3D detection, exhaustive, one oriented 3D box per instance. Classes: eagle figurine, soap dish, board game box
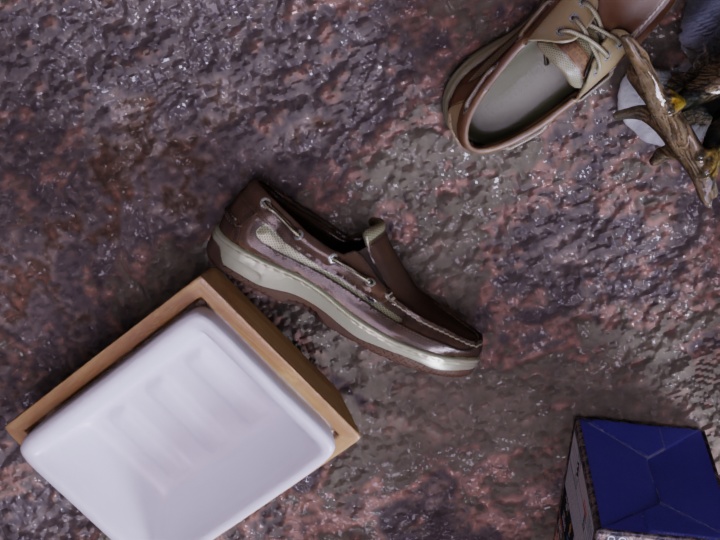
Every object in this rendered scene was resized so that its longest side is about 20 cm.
[{"bbox_3d":[0.269,-0.133,1.372,0.200,0.151,0.152,-38,156,-15],"label":"eagle figurine"},{"bbox_3d":[-0.120,0.101,1.467,0.200,0.081,0.157,-36,109,27],"label":"soap dish"},{"bbox_3d":[0.187,0.230,1.496,0.096,0.160,0.201,6,115,-3],"label":"board game box"}]

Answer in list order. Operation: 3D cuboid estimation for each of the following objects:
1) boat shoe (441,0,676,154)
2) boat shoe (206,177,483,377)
[{"bbox_3d":[0.136,-0.143,1.378,0.076,0.074,0.200,41,108,-16],"label":"boat shoe"},{"bbox_3d":[0.000,0.002,1.445,0.201,0.075,0.075,25,106,-10],"label":"boat shoe"}]
